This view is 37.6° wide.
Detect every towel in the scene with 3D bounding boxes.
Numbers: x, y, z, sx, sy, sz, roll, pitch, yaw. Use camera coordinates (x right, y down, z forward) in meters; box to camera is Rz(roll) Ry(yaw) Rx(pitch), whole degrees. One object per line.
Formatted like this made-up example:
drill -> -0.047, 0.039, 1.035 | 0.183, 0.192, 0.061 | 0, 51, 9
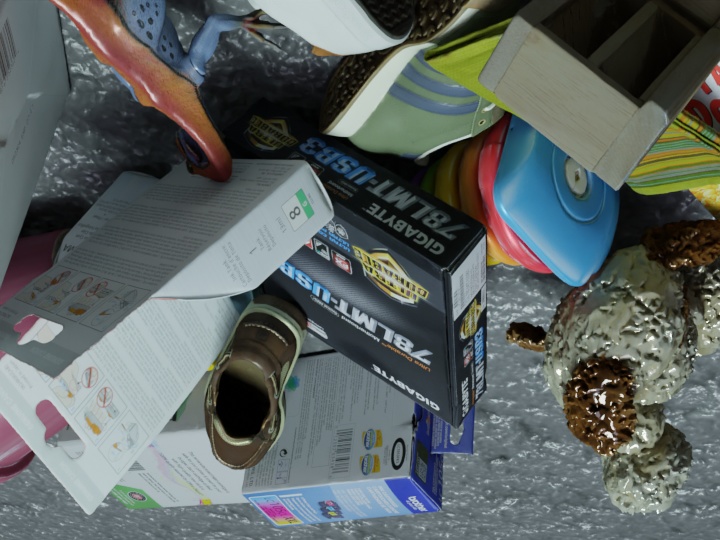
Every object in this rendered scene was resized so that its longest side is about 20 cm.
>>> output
towel -> 0.134, -0.087, 0.607 | 0.198, 0.018, 0.085 | 22, 161, -34

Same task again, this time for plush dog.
plush dog -> 0.180, 0.046, 0.732 | 0.158, 0.202, 0.172 | 23, 164, 13

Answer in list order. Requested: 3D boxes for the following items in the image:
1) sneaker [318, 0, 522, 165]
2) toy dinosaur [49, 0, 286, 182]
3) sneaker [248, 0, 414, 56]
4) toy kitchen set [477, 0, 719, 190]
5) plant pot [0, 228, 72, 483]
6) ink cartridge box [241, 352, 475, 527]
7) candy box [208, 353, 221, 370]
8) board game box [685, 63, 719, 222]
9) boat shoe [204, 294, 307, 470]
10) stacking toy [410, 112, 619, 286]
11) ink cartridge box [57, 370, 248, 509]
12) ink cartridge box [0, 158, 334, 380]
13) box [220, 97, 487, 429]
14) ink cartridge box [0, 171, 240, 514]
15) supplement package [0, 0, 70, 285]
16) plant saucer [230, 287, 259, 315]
sneaker -> 0.060, -0.128, 0.643 | 0.089, 0.068, 0.200 | 24, 145, -25
toy dinosaur -> -0.135, -0.123, 0.619 | 0.104, 0.199, 0.184 | -4, 113, 40
sneaker -> -0.058, -0.189, 0.573 | 0.084, 0.073, 0.200 | -7, 136, 43
toy kitchen set -> 0.193, -0.137, 0.449 | 0.163, 0.180, 0.201 | 39, 133, 9
plant pot -> -0.285, 0.059, 0.858 | 0.177, 0.202, 0.201 | -23, 136, 12
ink cartridge box -> 0.002, 0.146, 0.949 | 0.197, 0.138, 0.077 | -12, 142, 24
candy box -> -0.238, 0.069, 0.983 | 0.197, 0.027, 0.103 | -10, 136, 22
board game box -> 0.245, -0.114, 0.640 | 0.150, 0.047, 0.199 | -26, 132, 36
boat shoe -> -0.099, 0.109, 0.856 | 0.074, 0.075, 0.204 | 21, 135, 5
stacking toy -> 0.069, -0.042, 0.736 | 0.198, 0.118, 0.109 | -14, 137, 43
ink cartridge box -> -0.172, 0.164, 1.048 | 0.197, 0.085, 0.146 | -8, 141, 20
ink cartridge box -> -0.133, 0.002, 0.670 | 0.160, 0.200, 0.050 | 9, 138, 53
box -> 0.000, 0.000, 0.754 | 0.199, 0.050, 0.200 | 32, 151, 26
ink cartridge box -> -0.187, 0.053, 0.792 | 0.047, 0.201, 0.161 | 14, 144, 35
supplement package -> -0.300, -0.104, 0.626 | 0.196, 0.194, 0.148 | 8, 143, -2
plant saucer -> -0.112, 0.007, 0.869 | 0.069, 0.019, 0.201 | 23, 148, 20
